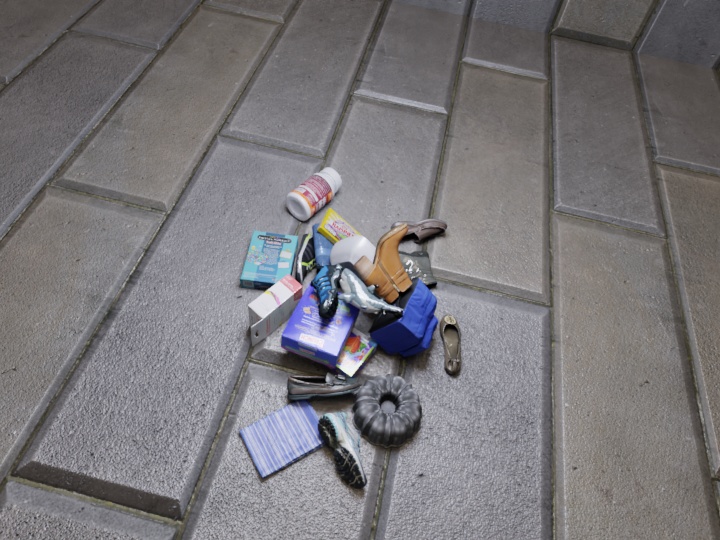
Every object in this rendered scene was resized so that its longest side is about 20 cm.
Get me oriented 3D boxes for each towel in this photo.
[{"bbox_3d":[-0.196,0.429,1.406,0.198,0.024,0.145,-23,58,-23],"label":"towel"},{"bbox_3d":[-0.102,-0.051,1.732,0.111,0.048,0.202,17,53,-41],"label":"towel"}]

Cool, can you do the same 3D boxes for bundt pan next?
[{"bbox_3d":[0.075,0.366,1.456,0.199,0.076,0.204,4,51,-4],"label":"bundt pan"}]

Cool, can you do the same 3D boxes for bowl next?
[{"bbox_3d":[0.000,0.000,1.627,0.200,0.199,0.075,48,64,-18],"label":"bowl"}]

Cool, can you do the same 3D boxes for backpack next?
[{"bbox_3d":[0.138,0.137,1.587,0.168,0.162,0.201,45,45,-21],"label":"backpack"}]

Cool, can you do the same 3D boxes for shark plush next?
[{"bbox_3d":[0.021,0.069,1.471,0.199,0.091,0.084,26,91,32],"label":"shark plush"}]

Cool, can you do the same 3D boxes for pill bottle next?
[{"bbox_3d":[-0.159,-0.271,1.890,0.109,0.110,0.200,34,56,18],"label":"pill bottle"}]

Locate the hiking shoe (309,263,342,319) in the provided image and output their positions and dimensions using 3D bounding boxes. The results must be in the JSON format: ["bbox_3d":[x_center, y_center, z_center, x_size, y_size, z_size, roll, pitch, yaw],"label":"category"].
[{"bbox_3d":[-0.103,0.060,1.525,0.086,0.075,0.201,5,40,6],"label":"hiking shoe"}]

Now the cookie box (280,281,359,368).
[{"bbox_3d":[-0.110,0.152,1.536,0.169,0.076,0.201,20,51,8],"label":"cookie box"}]

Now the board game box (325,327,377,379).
[{"bbox_3d":[-0.069,0.214,1.571,0.199,0.045,0.135,32,55,16],"label":"board game box"}]

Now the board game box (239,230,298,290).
[{"bbox_3d":[-0.288,-0.030,1.729,0.149,0.047,0.202,8,52,-1],"label":"board game box"}]

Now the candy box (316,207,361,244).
[{"bbox_3d":[-0.046,-0.106,1.764,0.200,0.026,0.103,40,42,-18],"label":"candy box"}]

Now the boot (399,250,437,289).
[{"bbox_3d":[0.146,0.006,1.750,0.197,0.068,0.132,-4,59,-9],"label":"boot"}]

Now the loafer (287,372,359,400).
[{"bbox_3d":[-0.101,0.306,1.464,0.197,0.072,0.064,-7,93,-5],"label":"loafer"}]

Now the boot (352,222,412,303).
[{"bbox_3d":[0.096,-0.020,1.517,0.200,0.074,0.155,-43,96,7],"label":"boot"}]

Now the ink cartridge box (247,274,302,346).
[{"bbox_3d":[-0.261,0.116,1.576,0.067,0.117,0.200,37,57,19],"label":"ink cartridge box"}]

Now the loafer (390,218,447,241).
[{"bbox_3d":[0.203,-0.128,1.861,0.197,0.073,0.072,-5,64,-5],"label":"loafer"}]

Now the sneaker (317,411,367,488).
[{"bbox_3d":[-0.026,0.449,1.379,0.086,0.078,0.201,-8,63,-47],"label":"sneaker"}]

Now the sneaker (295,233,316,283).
[{"bbox_3d":[-0.159,-0.044,1.741,0.082,0.072,0.202,10,52,-1],"label":"sneaker"}]

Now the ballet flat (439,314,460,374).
[{"bbox_3d":[0.272,0.213,1.615,0.067,0.047,0.202,7,52,-2],"label":"ballet flat"}]
